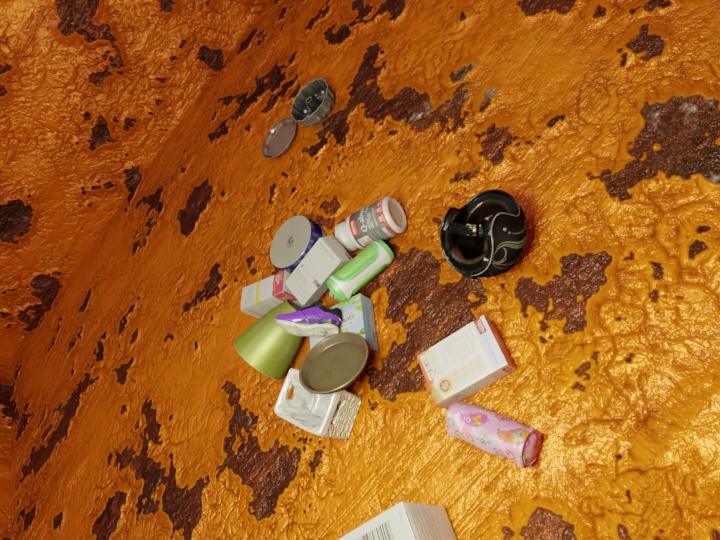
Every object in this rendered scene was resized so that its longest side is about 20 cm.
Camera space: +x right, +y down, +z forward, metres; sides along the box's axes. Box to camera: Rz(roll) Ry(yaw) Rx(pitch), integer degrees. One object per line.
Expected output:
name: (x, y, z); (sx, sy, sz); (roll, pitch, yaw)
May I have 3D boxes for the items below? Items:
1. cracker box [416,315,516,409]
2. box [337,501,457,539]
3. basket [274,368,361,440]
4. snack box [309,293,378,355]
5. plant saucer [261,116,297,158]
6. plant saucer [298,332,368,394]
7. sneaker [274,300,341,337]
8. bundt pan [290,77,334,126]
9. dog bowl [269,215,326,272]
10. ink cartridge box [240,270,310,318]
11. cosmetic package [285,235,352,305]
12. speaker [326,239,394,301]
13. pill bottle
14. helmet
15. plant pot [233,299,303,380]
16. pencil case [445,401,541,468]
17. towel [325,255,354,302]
cracker box: (0.243, 0.215, 1.205); (0.200, 0.058, 0.134); (-37, 49, 22)
box: (0.091, 0.609, 1.041); (0.199, 0.171, 0.200); (-39, 48, 19)
basket: (-0.113, 0.362, 1.394); (0.200, 0.123, 0.136); (9, 74, 43)
snack box: (-0.052, 0.182, 1.479); (0.200, 0.068, 0.169); (-26, 52, 27)
plant saucer: (-0.332, -0.547, 2.155); (0.200, 0.034, 0.200); (-22, 54, 33)
plant saucer: (-0.067, 0.244, 1.344); (0.200, 0.029, 0.200); (-19, 35, 14)
sneaker: (-0.143, 0.132, 1.474); (0.200, 0.070, 0.100); (4, 57, 18)
bundt pan: (-0.181, -0.657, 2.049); (0.202, 0.076, 0.202); (-21, 54, 32)
dog bowl: (-0.214, -0.084, 1.762); (0.200, 0.079, 0.200); (-20, 55, 32)
ink cartridge box: (-0.269, 0.088, 1.667); (0.200, 0.145, 0.084); (-21, 55, 32)
cosmetic package: (-0.126, 0.001, 1.530); (0.102, 0.074, 0.200); (49, 119, 17)
speaker: (0.000, 0.000, 1.480); (0.200, 0.088, 0.088); (-40, 43, -12)
pill bottle: (0.028, -0.132, 1.546); (0.200, 0.116, 0.116); (-24, 53, 31)
helmet: (0.301, -0.086, 1.224); (0.200, 0.191, 0.200); (20, 120, 40)
plant pot: (-0.250, 0.194, 1.571); (0.200, 0.187, 0.187); (-52, 44, 2)
pencil case: (0.275, 0.344, 1.091); (0.200, 0.087, 0.088); (10, 74, 45)
towel: (-0.085, 0.006, 1.604); (0.200, 0.023, 0.144); (28, 106, 52)
